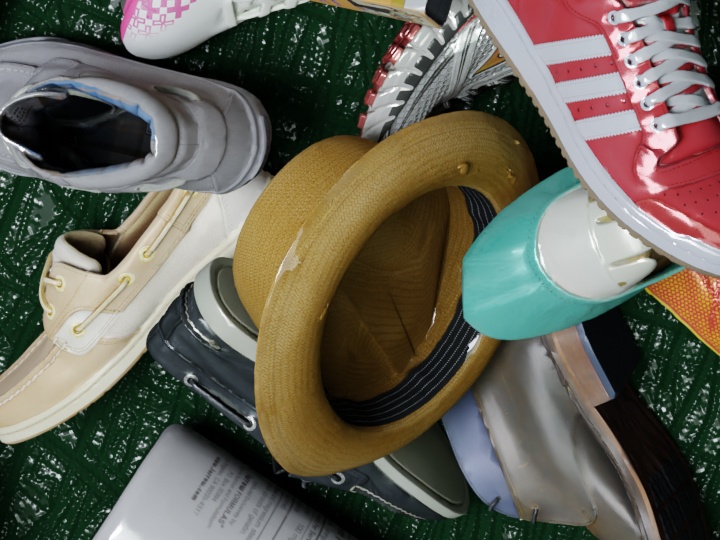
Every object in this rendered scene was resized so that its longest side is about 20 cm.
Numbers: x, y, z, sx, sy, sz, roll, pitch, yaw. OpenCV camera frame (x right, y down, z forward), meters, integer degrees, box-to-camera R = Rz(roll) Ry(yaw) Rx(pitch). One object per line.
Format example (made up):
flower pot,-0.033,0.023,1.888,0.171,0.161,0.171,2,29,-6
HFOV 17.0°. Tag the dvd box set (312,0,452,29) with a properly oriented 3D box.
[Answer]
dvd box set,-0.035,-0.199,1.097,0.199,0.029,0.147,15,87,25

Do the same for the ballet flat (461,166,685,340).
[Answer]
ballet flat,0.136,-0.029,1.084,0.199,0.070,0.068,-25,92,-7

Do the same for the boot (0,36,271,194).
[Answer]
boot,-0.146,-0.076,1.155,0.199,0.095,0.074,7,94,33

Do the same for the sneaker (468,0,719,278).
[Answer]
sneaker,0.125,-0.099,1.014,0.200,0.071,0.113,55,137,23

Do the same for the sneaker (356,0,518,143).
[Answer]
sneaker,0.071,-0.113,1.139,0.082,0.078,0.200,41,112,-6

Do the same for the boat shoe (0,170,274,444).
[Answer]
boat shoe,-0.127,0.005,1.220,0.200,0.074,0.069,-41,110,12

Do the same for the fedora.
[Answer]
fedora,0.000,0.000,1.124,0.082,0.200,0.201,36,116,32

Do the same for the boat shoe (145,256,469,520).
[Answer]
boat shoe,-0.028,0.073,1.209,0.066,0.075,0.199,-35,128,24

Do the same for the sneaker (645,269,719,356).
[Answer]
sneaker,0.169,0.000,1.167,0.077,0.073,0.201,-28,90,19

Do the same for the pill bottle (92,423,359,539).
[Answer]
pill bottle,-0.045,0.178,1.245,0.200,0.114,0.115,34,112,-1

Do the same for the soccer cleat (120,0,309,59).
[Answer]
soccer cleat,-0.031,-0.154,1.144,0.200,0.070,0.086,-43,81,20

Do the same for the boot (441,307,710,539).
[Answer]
boot,0.110,0.108,1.220,0.097,0.075,0.201,-19,94,27
